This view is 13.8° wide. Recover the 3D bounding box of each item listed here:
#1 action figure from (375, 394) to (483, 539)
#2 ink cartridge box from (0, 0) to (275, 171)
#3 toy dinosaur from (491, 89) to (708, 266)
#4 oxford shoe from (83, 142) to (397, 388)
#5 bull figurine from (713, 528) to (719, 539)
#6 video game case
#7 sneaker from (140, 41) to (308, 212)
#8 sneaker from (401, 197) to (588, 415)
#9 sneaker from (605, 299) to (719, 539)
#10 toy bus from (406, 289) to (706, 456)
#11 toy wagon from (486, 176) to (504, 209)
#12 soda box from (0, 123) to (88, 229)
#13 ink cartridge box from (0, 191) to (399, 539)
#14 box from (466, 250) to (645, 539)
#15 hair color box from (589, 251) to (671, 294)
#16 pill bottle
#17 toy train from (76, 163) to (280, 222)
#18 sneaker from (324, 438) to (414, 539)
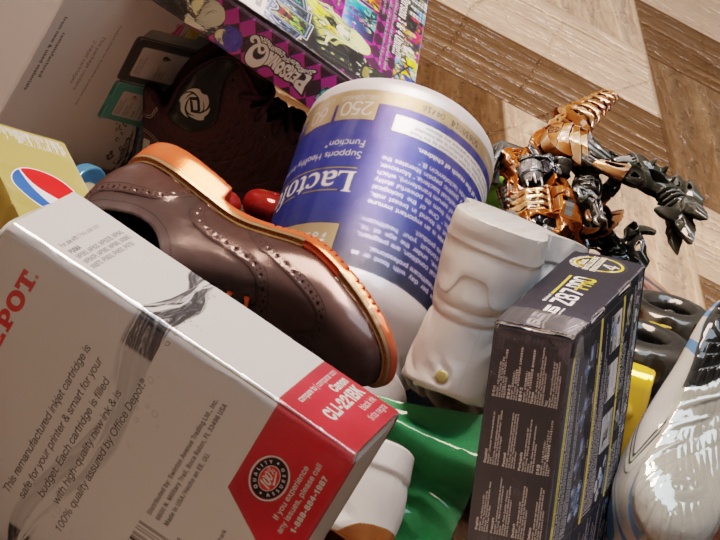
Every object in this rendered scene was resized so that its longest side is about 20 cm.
[{"bbox_3d":[-0.038,0.094,1.571,0.199,0.119,0.055,24,-7,7],"label":"action figure"},{"bbox_3d":[-0.164,-0.161,1.875,0.200,0.146,0.147,9,31,-47],"label":"ink cartridge box"},{"bbox_3d":[0.142,-0.053,1.881,0.135,0.102,0.200,33,61,-9],"label":"toy dinosaur"},{"bbox_3d":[-0.067,0.010,1.564,0.200,0.071,0.072,33,46,28],"label":"oxford shoe"},{"bbox_3d":[0.240,0.119,1.736,0.065,0.200,0.121,50,12,24],"label":"bull figurine"},{"bbox_3d":[-0.042,-0.176,1.833,0.181,0.036,0.200,33,28,-14],"label":"video game case"},{"bbox_3d":[-0.043,-0.089,1.818,0.199,0.116,0.076,-2,19,2],"label":"sneaker"},{"bbox_3d":[0.067,0.025,1.628,0.073,0.116,0.200,21,6,13],"label":"sneaker"},{"bbox_3d":[0.188,0.085,1.647,0.072,0.072,0.200,40,56,-8],"label":"sneaker"},{"bbox_3d":[0.099,0.071,1.767,0.191,0.136,0.200,18,17,12],"label":"toy bus"},{"bbox_3d":[-0.009,-0.043,1.906,0.200,0.040,0.155,-26,33,-38],"label":"toy wagon"},{"bbox_3d":[-0.175,0.000,1.612,0.064,0.068,0.200,16,26,-32],"label":"soda box"},{"bbox_3d":[-0.106,0.079,1.422,0.200,0.145,0.084,34,20,6],"label":"ink cartridge box"},{"bbox_3d":[0.101,0.105,1.566,0.049,0.201,0.161,11,17,15],"label":"box"},{"bbox_3d":[0.137,0.038,1.952,0.200,0.064,0.111,6,31,-50],"label":"hair color box"},{"bbox_3d":[0.000,0.000,1.680,0.115,0.116,0.201,26,56,-12],"label":"pill bottle"},{"bbox_3d":[-0.095,-0.018,1.767,0.115,0.085,0.200,21,8,26],"label":"toy train"},{"bbox_3d":[-0.077,0.110,1.501,0.199,0.085,0.073,12,-17,3],"label":"sneaker"}]
